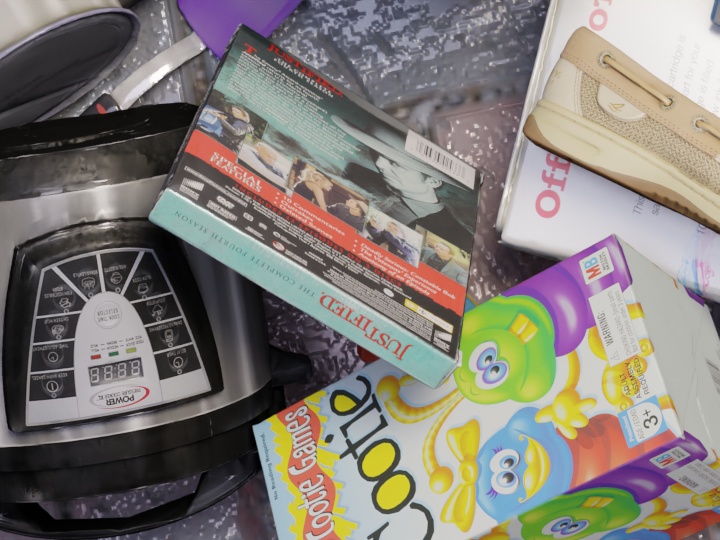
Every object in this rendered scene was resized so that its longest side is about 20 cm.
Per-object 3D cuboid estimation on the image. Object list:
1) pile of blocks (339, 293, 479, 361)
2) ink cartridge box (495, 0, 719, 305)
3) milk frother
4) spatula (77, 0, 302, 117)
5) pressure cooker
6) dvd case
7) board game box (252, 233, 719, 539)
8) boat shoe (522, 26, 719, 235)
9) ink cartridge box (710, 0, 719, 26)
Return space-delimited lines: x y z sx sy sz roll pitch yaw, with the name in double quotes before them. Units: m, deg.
"pile of blocks" 0.000 0.000 1.100 0.062 0.082 0.200 -44 82 5
"ink cartridge box" 0.178 -0.058 1.070 0.198 0.087 0.147 14 90 8
"milk frother" -0.187 -0.194 1.074 0.180 0.200 0.189 -33 80 3
"spatula" -0.113 -0.097 1.152 0.200 0.021 0.057 -41 76 7
"pressure cooker" -0.127 0.029 1.069 0.175 0.178 0.202 0 102 35
"dvd case" -0.013 -0.035 1.009 0.145 0.200 0.022 31 117 -9
"board game box" 0.066 0.086 1.011 0.199 0.103 0.106 -29 57 22
"boat shoe" 0.172 -0.046 0.991 0.199 0.071 0.065 26 93 10
"ink cartridge box" 0.256 -0.183 1.024 0.114 0.068 0.201 25 62 14
